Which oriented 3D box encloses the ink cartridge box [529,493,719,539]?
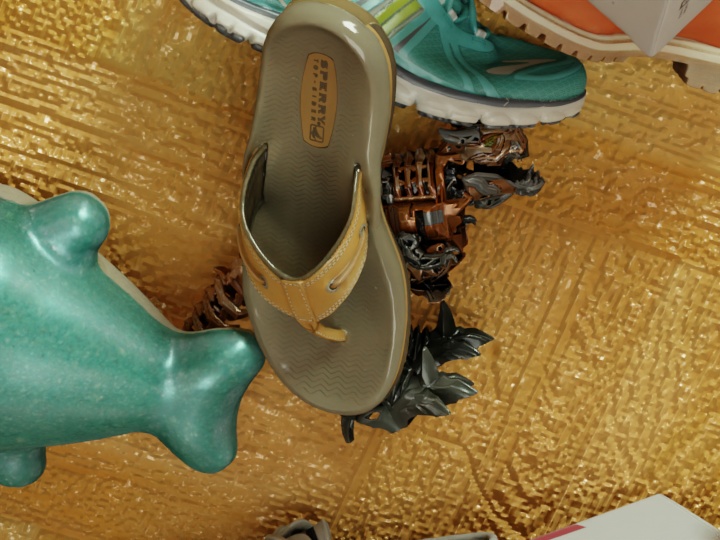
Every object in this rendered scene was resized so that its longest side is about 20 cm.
[{"bbox_3d":[0.114,0.233,1.261,0.145,0.083,0.201,-14,124,-41],"label":"ink cartridge box"}]

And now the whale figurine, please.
[{"bbox_3d":[-0.149,0.041,1.153,0.199,0.104,0.160,20,114,1],"label":"whale figurine"}]

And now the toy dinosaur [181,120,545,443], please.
[{"bbox_3d":[0.000,0.000,1.183,0.200,0.102,0.136,-21,104,37],"label":"toy dinosaur"}]

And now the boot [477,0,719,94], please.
[{"bbox_3d":[0.123,-0.146,1.097,0.199,0.075,0.108,6,119,-37],"label":"boot"}]

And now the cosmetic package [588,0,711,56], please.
[{"bbox_3d":[0.155,-0.196,1.027,0.200,0.071,0.101,-43,76,-15],"label":"cosmetic package"}]

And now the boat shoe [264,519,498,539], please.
[{"bbox_3d":[-0.025,0.160,1.258,0.199,0.072,0.066,1,99,3],"label":"boat shoe"}]

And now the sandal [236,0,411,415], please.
[{"bbox_3d":[-0.021,-0.022,1.096,0.080,0.054,0.201,10,119,17],"label":"sandal"}]

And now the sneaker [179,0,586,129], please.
[{"bbox_3d":[0.017,-0.119,1.123,0.199,0.078,0.080,20,104,-14],"label":"sneaker"}]
